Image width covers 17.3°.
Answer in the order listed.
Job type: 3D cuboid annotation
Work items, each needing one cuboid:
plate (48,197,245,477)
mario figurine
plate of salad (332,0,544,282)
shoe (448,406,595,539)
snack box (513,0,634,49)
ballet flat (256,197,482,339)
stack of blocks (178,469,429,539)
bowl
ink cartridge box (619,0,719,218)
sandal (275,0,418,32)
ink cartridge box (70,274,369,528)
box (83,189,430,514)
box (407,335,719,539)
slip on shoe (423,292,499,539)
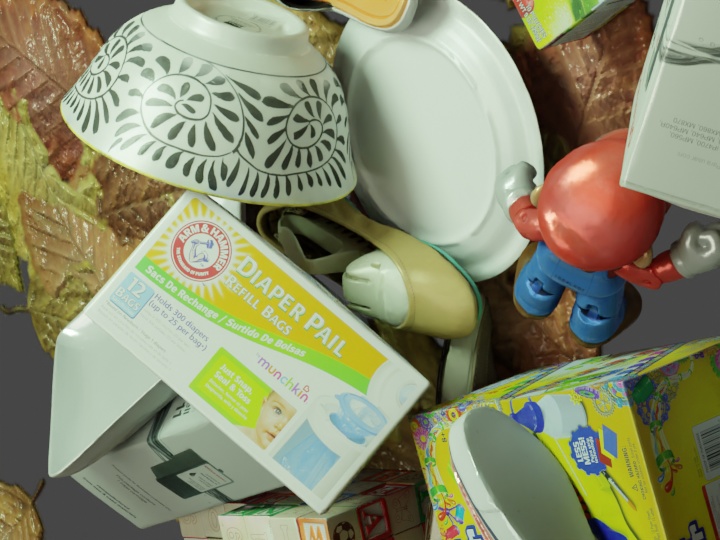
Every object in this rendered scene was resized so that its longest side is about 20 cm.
[{"bbox_3d":[-0.143,0.042,1.691,0.200,0.200,0.032,-41,115,16],"label":"plate"},{"bbox_3d":[0.150,-0.030,1.410,0.200,0.123,0.106,102,162,-68],"label":"mario figurine"},{"bbox_3d":[0.054,-0.090,1.546,0.200,0.048,0.200,24,124,42],"label":"plate of salad"},{"bbox_3d":[0.097,0.183,1.395,0.200,0.071,0.091,56,130,13],"label":"shoe"},{"bbox_3d":[0.120,-0.255,1.418,0.142,0.053,0.200,-37,76,45],"label":"snack box"},{"bbox_3d":[0.000,0.000,1.566,0.200,0.063,0.069,33,133,48],"label":"ballet flat"},{"bbox_3d":[-0.045,0.186,1.698,0.200,0.115,0.059,-3,100,48],"label":"stack of blocks"},{"bbox_3d":[-0.087,-0.125,1.539,0.201,0.201,0.094,33,117,35],"label":"bowl"},{"bbox_3d":[0.208,-0.146,1.276,0.085,0.146,0.200,15,116,3],"label":"ink cartridge box"},{"bbox_3d":[-0.028,-0.206,1.550,0.207,0.059,0.079,29,109,58],"label":"sandal"},{"bbox_3d":[-0.103,0.090,1.695,0.083,0.147,0.200,40,143,-24],"label":"ink cartridge box"},{"bbox_3d":[-0.065,0.050,1.522,0.200,0.101,0.113,39,88,2],"label":"box"},{"bbox_3d":[0.158,0.159,1.468,0.193,0.122,0.200,-14,93,49],"label":"box"},{"bbox_3d":[0.080,0.112,1.586,0.061,0.076,0.200,5,98,0],"label":"slip on shoe"}]
